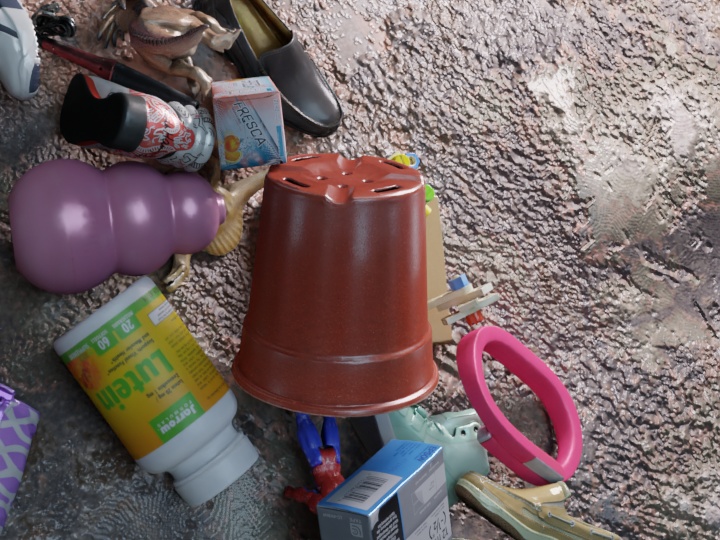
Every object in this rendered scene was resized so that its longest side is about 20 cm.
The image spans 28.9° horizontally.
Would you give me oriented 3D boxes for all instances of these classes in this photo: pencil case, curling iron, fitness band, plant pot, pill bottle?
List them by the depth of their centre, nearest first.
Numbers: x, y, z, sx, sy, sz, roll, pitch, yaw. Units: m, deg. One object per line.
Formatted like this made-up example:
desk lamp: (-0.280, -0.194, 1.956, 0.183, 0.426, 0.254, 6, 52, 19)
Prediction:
pencil case: (-0.344, 0.196, 1.223, 0.083, 0.085, 0.202, 21, 71, -18)
plant pot: (-0.019, 0.003, 1.298, 0.199, 0.200, 0.197, -7, 112, -27)
pill bottle: (-0.185, 0.117, 1.303, 0.111, 0.111, 0.201, -38, 96, -28)
curling iron: (-0.242, -0.200, 1.349, 0.199, 0.050, 0.026, 31, 51, 12)
fitness band: (0.168, 0.144, 1.471, 0.200, 0.037, 0.145, 41, 36, -31)

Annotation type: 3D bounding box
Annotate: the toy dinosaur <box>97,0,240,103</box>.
toy dinosaur: (-0.197, -0.232, 1.361, 0.135, 0.200, 0.086, 29, 97, -14)

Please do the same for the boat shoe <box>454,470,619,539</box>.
boat shoe: (0.184, 0.247, 1.431, 0.199, 0.072, 0.077, 35, 86, -25)

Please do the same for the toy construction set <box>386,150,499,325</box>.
toy construction set: (0.050, -0.019, 1.443, 0.130, 0.092, 0.201, -26, 79, -29)

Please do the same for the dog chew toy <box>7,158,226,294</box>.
dog chew toy: (-0.225, -0.046, 1.303, 0.198, 0.125, 0.126, -7, 81, -13)

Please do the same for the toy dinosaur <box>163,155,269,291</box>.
toy dinosaur: (-0.148, -0.069, 1.408, 0.200, 0.058, 0.101, -46, 114, -19)

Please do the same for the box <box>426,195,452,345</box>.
box: (0.000, 0.000, 1.472, 0.198, 0.021, 0.165, 0, 78, -26)

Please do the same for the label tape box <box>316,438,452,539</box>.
label tape box: (0.031, 0.283, 1.328, 0.143, 0.066, 0.202, -33, 119, -53)

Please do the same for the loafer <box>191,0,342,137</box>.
loafer: (-0.089, -0.220, 1.452, 0.200, 0.072, 0.073, 43, 63, -12)

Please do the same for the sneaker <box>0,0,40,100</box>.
sneaker: (-0.388, -0.239, 1.308, 0.129, 0.079, 0.201, -21, 87, -27)

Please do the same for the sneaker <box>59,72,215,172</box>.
sneaker: (-0.208, -0.136, 1.317, 0.107, 0.201, 0.068, 13, 95, -31)

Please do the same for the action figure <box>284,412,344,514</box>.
action figure: (-0.044, 0.192, 1.389, 0.065, 0.099, 0.202, -1, 56, -23)

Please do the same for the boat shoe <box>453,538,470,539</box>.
boat shoe: (0.150, 0.323, 1.446, 0.200, 0.060, 0.073, 22, 69, -20)

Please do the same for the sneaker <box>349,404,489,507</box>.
sneaker: (0.059, 0.147, 1.435, 0.118, 0.074, 0.202, -30, 101, -22)

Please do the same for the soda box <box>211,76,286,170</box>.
soda box: (-0.110, -0.145, 1.345, 0.063, 0.200, 0.069, -6, 103, -5)
